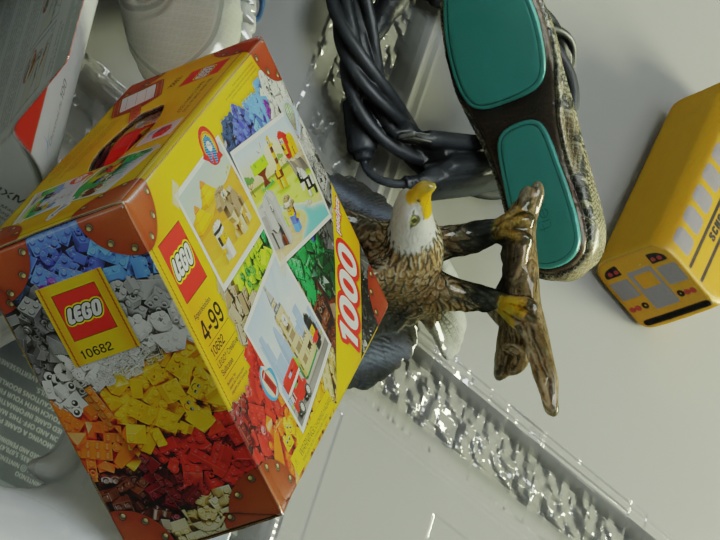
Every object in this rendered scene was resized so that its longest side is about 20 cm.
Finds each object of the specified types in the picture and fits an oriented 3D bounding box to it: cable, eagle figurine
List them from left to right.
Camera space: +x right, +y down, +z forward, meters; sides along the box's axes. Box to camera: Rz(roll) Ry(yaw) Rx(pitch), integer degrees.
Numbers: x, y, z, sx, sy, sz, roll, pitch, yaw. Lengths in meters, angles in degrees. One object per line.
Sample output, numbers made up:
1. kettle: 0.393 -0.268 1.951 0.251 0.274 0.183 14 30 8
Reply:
1. eagle figurine: 0.001 -0.006 1.168 0.198 0.152 0.152 1 27 -11
2. cable: 0.055 -0.123 1.315 0.199 0.051 0.165 -11 78 -43

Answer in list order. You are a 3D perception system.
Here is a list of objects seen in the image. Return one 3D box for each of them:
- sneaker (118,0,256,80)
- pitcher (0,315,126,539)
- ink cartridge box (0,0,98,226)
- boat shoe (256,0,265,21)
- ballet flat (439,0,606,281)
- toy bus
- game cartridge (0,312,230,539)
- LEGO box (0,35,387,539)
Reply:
1. sneaker: -0.109 -0.168 1.113 0.081 0.075 0.201 38 27 -51
2. pitcher: -0.186 0.112 0.917 0.199 0.121 0.173 -10 90 -33
3. ink cartridge box: -0.135 -0.109 1.010 0.057 0.200 0.164 24 59 -25
4. boat shoe: -0.050 -0.190 1.209 0.069 0.084 0.201 44 51 -27
5. ballet flat: 0.096 -0.092 1.267 0.075 0.067 0.202 -12 85 -66
6. toy bus: 0.224 -0.051 1.433 0.078 0.065 0.201 46 49 -20
7. game cartridge: -0.144 0.087 1.030 0.199 0.040 0.134 32 62 -29
8. LEGO box: -0.070 0.006 0.970 0.150 0.077 0.200 64 23 -18
